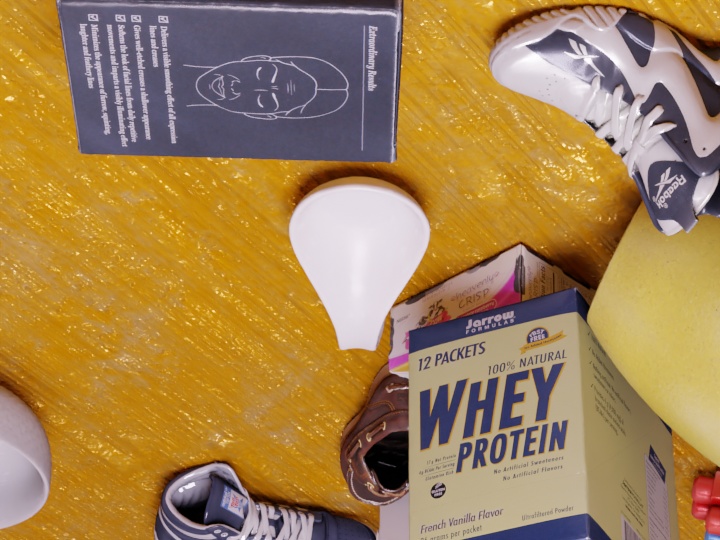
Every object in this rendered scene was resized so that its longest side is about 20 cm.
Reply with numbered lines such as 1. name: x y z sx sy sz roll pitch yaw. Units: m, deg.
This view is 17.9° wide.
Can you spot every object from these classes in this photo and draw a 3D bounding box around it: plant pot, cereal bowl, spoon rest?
1. plant pot: 0.240 0.022 1.575 0.142 0.200 0.200 26 148 10
2. cereal bowl: -0.345 0.133 1.839 0.199 0.083 0.200 1 146 1
3. spoon rest: 0.000 0.000 1.643 0.099 0.061 0.200 1 147 1

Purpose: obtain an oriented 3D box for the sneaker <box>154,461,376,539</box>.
1. sneaker: -0.080 0.220 1.970 0.199 0.070 0.109 5 148 0

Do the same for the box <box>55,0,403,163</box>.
1. box: -0.074 -0.151 1.375 0.199 0.107 0.149 2 146 0

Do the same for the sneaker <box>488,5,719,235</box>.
1. sneaker: 0.179 -0.086 1.441 0.199 0.130 0.080 13 144 -17

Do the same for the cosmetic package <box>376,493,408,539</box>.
1. cosmetic package: 0.108 0.204 1.904 0.085 0.108 0.200 24 142 -32

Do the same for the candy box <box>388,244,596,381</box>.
1. candy box: 0.137 0.068 1.738 0.200 0.061 0.136 30 138 -35

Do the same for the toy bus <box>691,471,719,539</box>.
1. toy bus: 0.368 0.200 1.887 0.191 0.136 0.200 13 146 12

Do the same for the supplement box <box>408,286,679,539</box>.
1. supplement box: 0.134 0.158 1.637 0.134 0.200 0.200 -15 142 22

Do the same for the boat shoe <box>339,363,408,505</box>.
1. boat shoe: 0.022 0.148 1.858 0.070 0.070 0.200 4 148 -6
